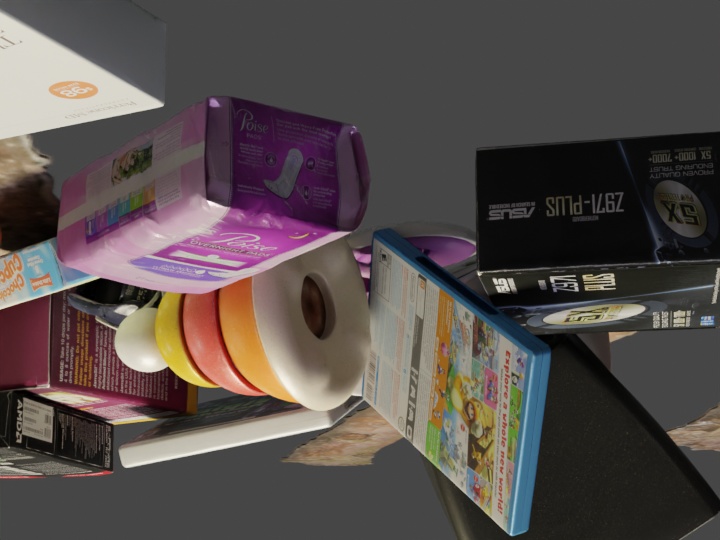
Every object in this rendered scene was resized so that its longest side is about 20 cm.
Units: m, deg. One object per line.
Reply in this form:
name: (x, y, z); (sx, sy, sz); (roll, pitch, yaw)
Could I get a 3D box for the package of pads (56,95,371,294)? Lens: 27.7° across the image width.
package of pads: (-0.097, -0.042, 0.923); (0.119, 0.077, 0.199); (8, 163, -36)

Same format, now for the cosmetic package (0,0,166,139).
cosmetic package: (-0.218, -0.109, 0.717); (0.198, 0.052, 0.150); (-8, 166, 25)

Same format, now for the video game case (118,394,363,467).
video game case: (-0.095, 0.131, 1.326); (0.197, 0.024, 0.182); (-13, -177, 16)

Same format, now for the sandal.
sandal: (0.004, 0.002, 1.139); (0.200, 0.051, 0.082); (-8, 164, 30)

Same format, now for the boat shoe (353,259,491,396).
boat shoe: (0.058, 0.037, 1.169); (0.198, 0.073, 0.066); (-29, -173, -1)

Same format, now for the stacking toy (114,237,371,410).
stacking toy: (-0.104, 0.041, 1.078); (0.198, 0.148, 0.146); (-12, 162, 28)

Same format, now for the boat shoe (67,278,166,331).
boat shoe: (-0.143, 0.032, 1.163); (0.198, 0.076, 0.093); (4, 166, 30)

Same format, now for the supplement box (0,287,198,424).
supplement box: (-0.253, 0.073, 1.297); (0.130, 0.105, 0.199); (-8, 164, 31)

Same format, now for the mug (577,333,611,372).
mug: (0.135, 0.088, 1.336); (0.173, 0.149, 0.202); (2, 135, -1)

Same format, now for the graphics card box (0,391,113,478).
graphics card box: (-0.310, 0.146, 1.265); (0.124, 0.052, 0.200); (-4, 167, 16)

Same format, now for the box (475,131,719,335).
box: (0.169, -0.018, 1.001); (0.161, 0.087, 0.200); (-2, 165, 10)

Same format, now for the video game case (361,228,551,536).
video game case: (0.062, 0.074, 1.033); (0.018, 0.145, 0.200); (-11, -150, -29)

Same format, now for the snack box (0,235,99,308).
snack box: (-0.235, 0.000, 1.069); (0.199, 0.038, 0.116); (-15, -175, 42)

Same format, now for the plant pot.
plant pot: (0.138, 0.139, 1.176); (0.198, 0.178, 0.200); (-32, -165, 2)
